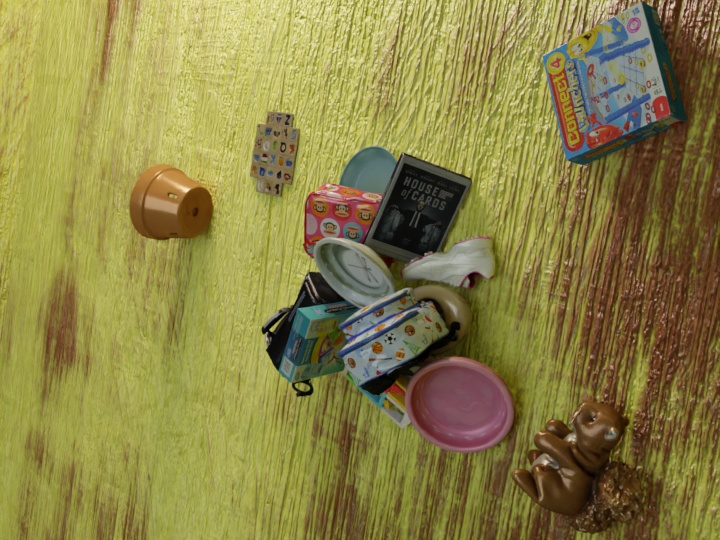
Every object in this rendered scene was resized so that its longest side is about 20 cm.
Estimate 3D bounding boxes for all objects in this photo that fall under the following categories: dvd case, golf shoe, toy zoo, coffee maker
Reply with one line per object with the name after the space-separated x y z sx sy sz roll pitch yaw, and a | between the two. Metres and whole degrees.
0.108 -0.111 1.701 0.025 0.150 0.201 -107 38 -65 | dvd case
0.165 0.000 1.667 0.199 0.075 0.092 -20 83 32 | golf shoe
0.052 0.235 1.740 0.200 0.020 0.131 40 146 16 | toy zoo
-0.101 0.133 1.909 0.192 0.134 0.200 49 120 29 | coffee maker

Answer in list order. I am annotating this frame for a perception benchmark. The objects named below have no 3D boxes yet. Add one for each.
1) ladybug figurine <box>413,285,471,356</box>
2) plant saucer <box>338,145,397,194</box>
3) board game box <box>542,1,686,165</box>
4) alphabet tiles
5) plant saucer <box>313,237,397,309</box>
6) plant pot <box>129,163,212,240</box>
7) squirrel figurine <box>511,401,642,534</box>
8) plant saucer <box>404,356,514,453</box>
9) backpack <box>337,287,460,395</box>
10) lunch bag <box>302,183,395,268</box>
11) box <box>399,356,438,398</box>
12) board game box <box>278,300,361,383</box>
0.137 0.097 1.697 0.199 0.072 0.137 -17 82 44 | ladybug figurine
0.030 -0.161 1.858 0.199 0.036 0.201 -4 84 45 | plant saucer
0.415 -0.304 1.455 0.195 0.056 0.201 -23 71 42 | board game box
-0.209 -0.284 2.135 0.166 0.006 0.201 15 98 45 | alphabet tiles
0.000 0.000 1.721 0.199 0.201 0.050 6 47 46 | plant saucer
-0.480 -0.165 2.291 0.139 0.200 0.201 17 99 28 | plant pot
0.374 0.316 1.422 0.200 0.141 0.187 47 110 21 | squirrel figurine
0.182 0.238 1.601 0.199 0.051 0.202 7 118 13 | plant saucer
0.052 0.126 1.568 0.200 0.190 0.154 -37 91 23 | backpack
-0.017 -0.075 1.791 0.199 0.082 0.177 12 115 17 | lunch bag
0.108 0.214 1.706 0.199 0.041 0.120 12 131 47 | box
-0.060 0.140 1.798 0.047 0.199 0.152 38 121 36 | board game box
